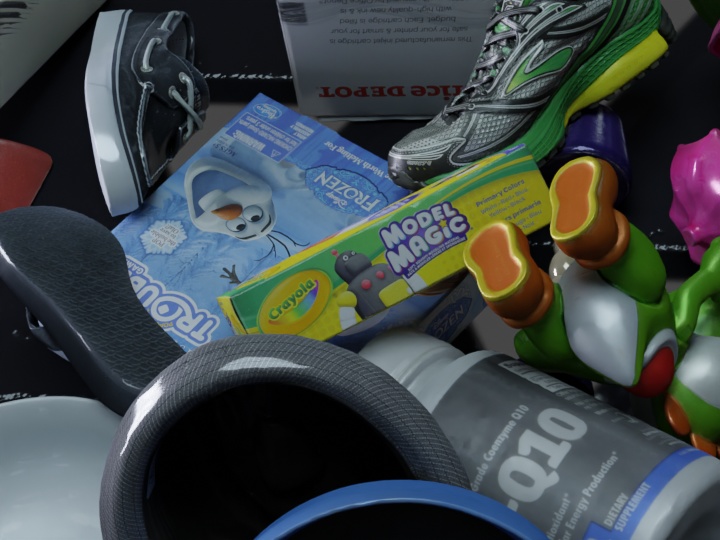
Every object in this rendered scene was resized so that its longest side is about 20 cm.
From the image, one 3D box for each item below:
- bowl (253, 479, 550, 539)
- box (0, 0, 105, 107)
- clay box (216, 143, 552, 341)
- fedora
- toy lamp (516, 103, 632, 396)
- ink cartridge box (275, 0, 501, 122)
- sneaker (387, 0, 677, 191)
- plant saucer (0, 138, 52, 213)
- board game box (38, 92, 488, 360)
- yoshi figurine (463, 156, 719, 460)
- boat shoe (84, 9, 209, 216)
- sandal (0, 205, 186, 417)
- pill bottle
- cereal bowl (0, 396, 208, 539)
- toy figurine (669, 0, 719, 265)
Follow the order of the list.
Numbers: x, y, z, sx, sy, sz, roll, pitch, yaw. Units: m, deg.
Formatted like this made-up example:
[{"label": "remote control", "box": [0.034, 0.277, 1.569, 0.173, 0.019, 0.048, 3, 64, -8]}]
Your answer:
[{"label": "bowl", "box": [0.019, 0.190, 1.255, 0.199, 0.202, 0.039, -9, 20, 3]}, {"label": "box", "box": [-0.237, -0.154, 1.655, 0.082, 0.069, 0.200, 12, 41, 22]}, {"label": "clay box", "box": [0.000, 0.000, 1.405, 0.199, 0.115, 0.048, -26, 92, -7]}, {"label": "fedora", "box": [-0.032, 0.110, 1.296, 0.176, 0.201, 0.090, -29, 18, 13]}, {"label": "toy lamp", "box": [0.117, -0.009, 1.493, 0.058, 0.058, 0.201, 3, 53, 14]}, {"label": "ink cartridge box", "box": [0.024, -0.189, 1.572, 0.145, 0.201, 0.085, 1, 46, 11]}, {"label": "sneaker", "box": [0.086, -0.115, 1.516, 0.200, 0.085, 0.078, -42, 30, -21]}, {"label": "plant saucer", "box": [-0.312, -0.022, 1.604, 0.198, 0.037, 0.201, 10, 51, 19]}, {"label": "board game box", "box": [-0.047, 0.010, 1.516, 0.199, 0.044, 0.199, 29, 62, 31]}, {"label": "yoshi figurine", "box": [0.144, 0.022, 1.377, 0.112, 0.200, 0.112, 9, 63, 52]}, {"label": "boat shoe", "box": [-0.124, -0.100, 1.594, 0.067, 0.072, 0.200, -8, 29, 3]}, {"label": "sandal", "box": [-0.152, 0.027, 1.455, 0.076, 0.043, 0.200, 1, 32, -30]}, {"label": "pill bottle", "box": [0.083, 0.110, 1.356, 0.199, 0.114, 0.114, 25, 58, 29]}, {"label": "cereal bowl", "box": [-0.166, 0.168, 1.377, 0.199, 0.084, 0.201, -5, 48, 6]}, {"label": "toy figurine", "box": [0.251, -0.067, 1.493, 0.199, 0.150, 0.185, 21, 67, -3]}]
